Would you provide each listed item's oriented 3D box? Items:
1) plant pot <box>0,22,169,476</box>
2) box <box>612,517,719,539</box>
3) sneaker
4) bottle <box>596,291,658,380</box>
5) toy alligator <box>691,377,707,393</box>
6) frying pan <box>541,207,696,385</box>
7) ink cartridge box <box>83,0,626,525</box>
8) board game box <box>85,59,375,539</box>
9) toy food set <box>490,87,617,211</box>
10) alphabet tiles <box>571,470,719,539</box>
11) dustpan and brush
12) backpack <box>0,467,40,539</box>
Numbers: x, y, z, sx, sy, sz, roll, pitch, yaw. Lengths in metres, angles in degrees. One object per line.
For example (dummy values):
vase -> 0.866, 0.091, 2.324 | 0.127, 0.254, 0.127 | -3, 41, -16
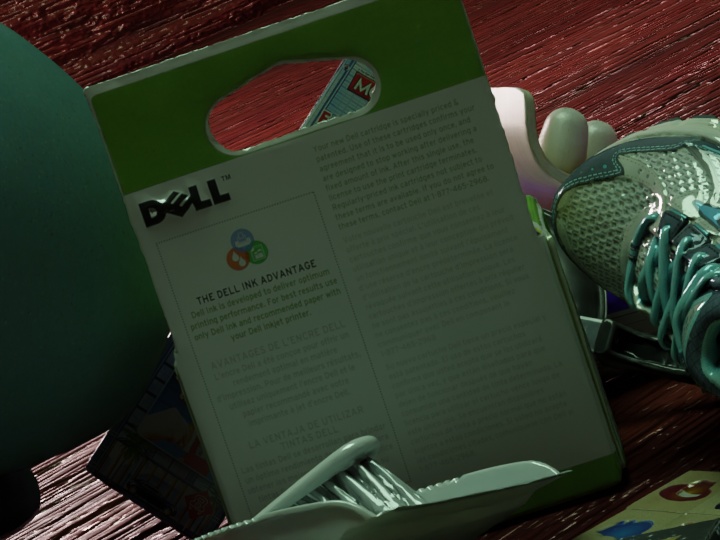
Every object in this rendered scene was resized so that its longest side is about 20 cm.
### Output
plant pot -> -0.149, 0.000, 1.053 | 0.134, 0.201, 0.200 | 17, -7, -25
box -> 0.000, 0.132, 0.760 | 0.199, 0.038, 0.137 | -15, 13, 27
sneaker -> 0.133, 0.003, 0.935 | 0.086, 0.078, 0.199 | -21, 31, -38
bottle -> 0.125, 0.002, 1.141 | 0.199, 0.066, 0.084 | -17, 24, 13
toy alligator -> 0.163, -0.052, 1.024 | 0.201, 0.054, 0.059 | -58, -10, 3
frying pan -> 0.070, 0.039, 1.079 | 0.190, 0.031, 0.115 | 34, 87, 39
ink cartridge box -> 0.000, 0.000, 1.008 | 0.147, 0.201, 0.076 | -18, 10, 5
board game box -> -0.028, -0.001, 1.153 | 0.200, 0.062, 0.200 | -57, 2, 8
toy food set -> 0.126, -0.054, 1.251 | 0.199, 0.061, 0.143 | 13, -3, -25
alphabet tiles -> 0.112, 0.096, 0.855 | 0.199, 0.006, 0.166 | -26, 12, -31
dustpan and brush -> -0.042, 0.102, 0.915 | 0.200, 0.057, 0.139 | -38, -16, 25
backpack -> -0.258, 0.091, 1.186 | 0.177, 0.151, 0.200 | -29, 9, -29
